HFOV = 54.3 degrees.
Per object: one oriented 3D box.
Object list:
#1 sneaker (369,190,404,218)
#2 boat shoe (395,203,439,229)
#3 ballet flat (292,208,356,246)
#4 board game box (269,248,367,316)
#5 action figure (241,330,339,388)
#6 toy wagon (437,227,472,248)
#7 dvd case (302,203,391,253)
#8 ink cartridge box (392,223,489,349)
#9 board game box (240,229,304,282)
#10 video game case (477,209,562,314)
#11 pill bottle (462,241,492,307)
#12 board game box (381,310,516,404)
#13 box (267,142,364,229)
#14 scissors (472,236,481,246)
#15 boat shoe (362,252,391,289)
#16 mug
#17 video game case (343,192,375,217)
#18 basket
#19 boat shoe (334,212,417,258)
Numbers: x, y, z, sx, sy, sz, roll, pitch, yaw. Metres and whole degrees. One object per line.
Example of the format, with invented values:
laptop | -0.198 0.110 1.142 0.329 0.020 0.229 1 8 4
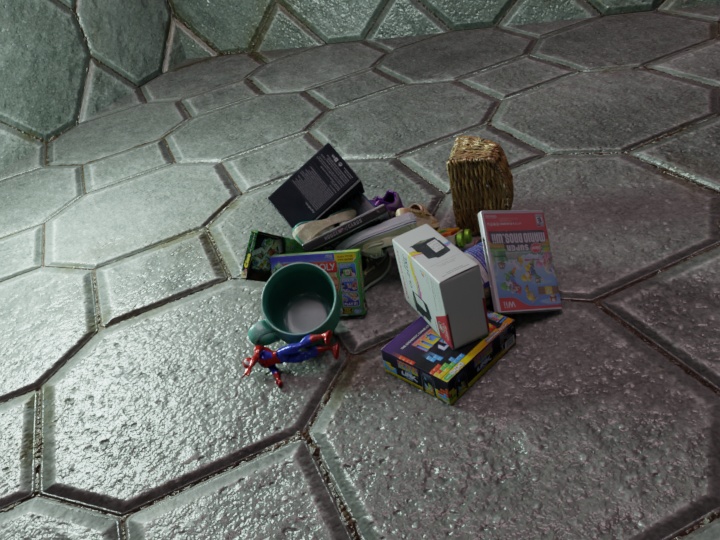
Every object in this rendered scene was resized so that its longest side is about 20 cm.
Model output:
sneaker | 0.033 -0.135 1.747 0.199 0.090 0.080 -34 38 -28
boat shoe | 0.134 -0.122 1.638 0.073 0.071 0.200 -13 1 22
ballet flat | -0.073 -0.090 1.618 0.198 0.068 0.063 -22 68 -41
board game box | -0.089 0.029 1.487 0.196 0.137 0.029 -4 12 17
action figure | -0.144 0.177 1.327 0.197 0.066 0.100 -12 38 23
toy wagon | 0.158 -0.061 1.561 0.153 0.040 0.200 -9 6 23
dvd case | -0.022 -0.077 1.560 0.197 0.025 0.150 -27 -13 4
ink cartridge box | 0.144 0.025 1.283 0.082 0.148 0.200 -23 31 -12
board game box | -0.186 -0.025 1.542 0.023 0.107 0.199 13 0 27
video game case | 0.306 -0.019 1.352 0.140 0.204 0.017 -2 -16 -18
pill bottle | 0.270 -0.004 1.411 0.198 0.121 0.119 -27 33 -22
board game box | 0.163 0.138 1.290 0.164 0.058 0.199 21 45 42
box | -0.102 -0.185 1.707 0.196 0.124 0.200 -43 -3 1
scissors | 0.263 -0.021 1.548 0.072 0.014 0.200 8 39 28
boat shoe | 0.002 0.000 1.567 0.071 0.061 0.202 11 39 36
mug | -0.130 0.077 1.414 0.181 0.115 0.155 -5 67 5
video game case | -0.043 -0.093 1.700 0.199 0.018 0.143 -41 34 2
basket | 0.290 -0.205 1.647 0.140 0.203 0.150 -2 32 20
boat shoe | 0.035 -0.060 1.519 0.198 0.063 0.072 -24 -12 21
